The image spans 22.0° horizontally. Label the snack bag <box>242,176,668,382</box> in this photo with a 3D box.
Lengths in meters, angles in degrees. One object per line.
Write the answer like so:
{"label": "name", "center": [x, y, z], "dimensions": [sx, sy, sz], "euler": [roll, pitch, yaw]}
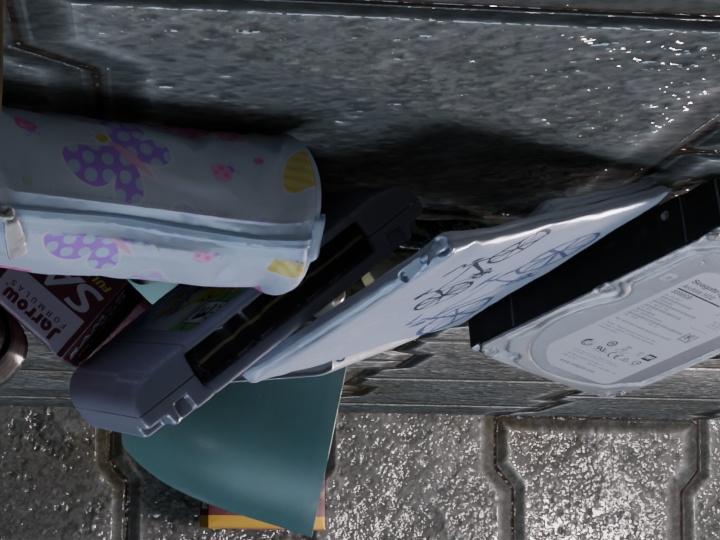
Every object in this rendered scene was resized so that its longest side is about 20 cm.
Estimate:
{"label": "snack bag", "center": [0.048, 0.005, 1.025], "dimensions": [0.199, 0.022, 0.188], "euler": [-14, 166, -45]}

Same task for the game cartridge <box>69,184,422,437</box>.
{"label": "game cartridge", "center": [-0.069, 0.018, 1.034], "dimensions": [0.200, 0.041, 0.133], "euler": [-38, -169, -22]}

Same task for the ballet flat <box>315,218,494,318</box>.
{"label": "ballet flat", "center": [0.000, 0.000, 1.164], "dimensions": [0.199, 0.075, 0.074], "euler": [-2, 173, -10]}

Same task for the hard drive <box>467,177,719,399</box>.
{"label": "hard drive", "center": [0.182, 0.018, 1.131], "dimensions": [0.139, 0.038, 0.200], "euler": [21, 143, -40]}

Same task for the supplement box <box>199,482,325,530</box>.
{"label": "supplement box", "center": [-0.160, 0.326, 3.050], "dimensions": [0.196, 0.201, 0.133], "euler": [2, 172, -11]}

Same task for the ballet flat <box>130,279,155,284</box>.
{"label": "ballet flat", "center": [-0.101, -0.029, 1.039], "dimensions": [0.069, 0.070, 0.200], "euler": [6, 171, -32]}

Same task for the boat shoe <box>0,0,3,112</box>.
{"label": "boat shoe", "center": [-0.152, -0.082, 0.598], "dimensions": [0.066, 0.072, 0.201], "euler": [-3, 177, -7]}

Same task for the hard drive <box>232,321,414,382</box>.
{"label": "hard drive", "center": [-0.050, 0.050, 1.235], "dimensions": [0.131, 0.027, 0.200], "euler": [-5, -178, 18]}

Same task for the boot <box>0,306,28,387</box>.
{"label": "boot", "center": [-0.289, -0.012, 1.073], "dimensions": [0.199, 0.069, 0.174], "euler": [28, 168, 25]}

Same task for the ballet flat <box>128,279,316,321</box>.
{"label": "ballet flat", "center": [-0.095, 0.004, 1.252], "dimensions": [0.199, 0.064, 0.068], "euler": [-1, 128, 12]}

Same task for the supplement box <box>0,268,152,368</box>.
{"label": "supplement box", "center": [-0.183, 0.008, 1.111], "dimensions": [0.109, 0.061, 0.200], "euler": [40, 175, 5]}

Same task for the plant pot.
{"label": "plant pot", "center": [-0.095, 0.091, 1.437], "dimensions": [0.160, 0.202, 0.201], "euler": [12, 172, -1]}

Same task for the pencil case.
{"label": "pencil case", "center": [-0.117, -0.035, 0.891], "dimensions": [0.199, 0.084, 0.091], "euler": [5, -178, -31]}
